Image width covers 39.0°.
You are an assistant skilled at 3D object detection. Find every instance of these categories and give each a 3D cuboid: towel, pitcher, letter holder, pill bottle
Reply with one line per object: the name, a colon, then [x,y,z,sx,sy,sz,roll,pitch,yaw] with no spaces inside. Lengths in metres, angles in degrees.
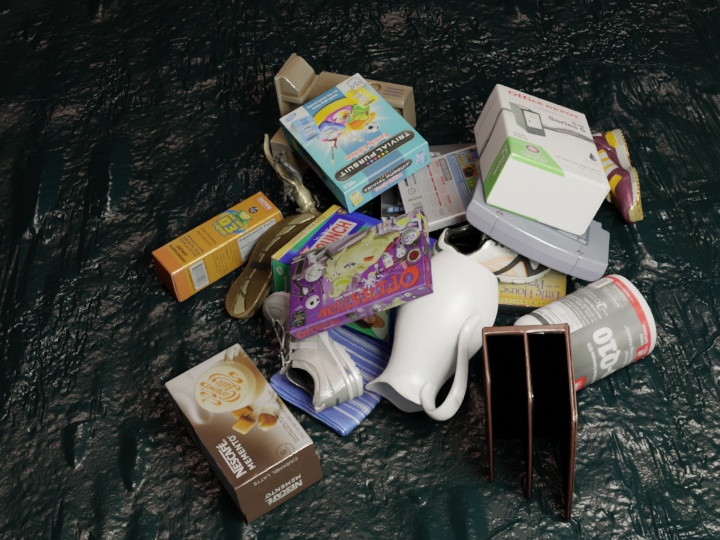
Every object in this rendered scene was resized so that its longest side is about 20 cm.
towel: [-0.014,0.124,1.379,0.144,0.024,0.200,27,55,29]
pitcher: [0.106,0.084,1.266,0.171,0.121,0.202,13,73,60]
letter holder: [0.192,0.182,1.163,0.099,0.202,0.143,-3,45,6]
pill bottle: [0.265,0.095,1.299,0.198,0.115,0.114,-24,47,-14]

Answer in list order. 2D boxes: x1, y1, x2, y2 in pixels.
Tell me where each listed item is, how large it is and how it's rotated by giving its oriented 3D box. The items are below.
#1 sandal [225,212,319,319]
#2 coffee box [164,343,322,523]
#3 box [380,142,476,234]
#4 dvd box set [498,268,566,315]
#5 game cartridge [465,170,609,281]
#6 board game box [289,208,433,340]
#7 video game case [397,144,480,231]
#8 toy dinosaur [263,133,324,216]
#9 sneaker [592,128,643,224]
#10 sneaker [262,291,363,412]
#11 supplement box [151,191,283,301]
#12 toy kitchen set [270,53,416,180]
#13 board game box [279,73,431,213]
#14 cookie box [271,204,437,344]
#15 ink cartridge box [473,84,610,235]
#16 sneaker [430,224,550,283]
sandal: [-0.126,-0.004,1.505,0.080,0.054,0.201,14,63,40]
coffee box: [-0.149,0.202,1.284,0.113,0.080,0.200,-28,48,-18]
box: [0.131,-0.127,1.581,0.197,0.050,0.159,-3,47,5]
dvd box set: [0.225,-0.033,1.449,0.144,0.030,0.203,3,62,11]
game cartridge: [0.236,-0.059,1.357,0.198,0.041,0.134,26,28,2]
board game box: [-0.002,0.006,1.300,0.198,0.032,0.121,-21,54,23]
video game case: [0.156,-0.128,1.484,0.197,0.018,0.144,-17,42,5]
toy dinosaur: [-0.107,-0.137,1.565,0.047,0.088,0.201,-37,79,4]
sneaker: [0.371,-0.135,1.545,0.089,0.076,0.201,-11,38,9]
sneaker: [-0.080,0.103,1.340,0.081,0.075,0.200,-27,50,-23]
supplement box: [-0.211,-0.038,1.540,0.199,0.069,0.066,-31,51,-23]
toy kitchen set: [-0.033,-0.258,1.657,0.178,0.165,0.201,14,49,21]
board game box: [-0.010,-0.198,1.549,0.150,0.047,0.200,-32,53,-11]
cookie box: [0.000,0.000,1.439,0.198,0.076,0.171,20,39,25]
ink cartridge box: [0.241,-0.155,1.382,0.144,0.085,0.201,17,35,-12]
sneaker: [0.187,-0.027,1.374,0.197,0.080,0.074,-9,58,-16]
